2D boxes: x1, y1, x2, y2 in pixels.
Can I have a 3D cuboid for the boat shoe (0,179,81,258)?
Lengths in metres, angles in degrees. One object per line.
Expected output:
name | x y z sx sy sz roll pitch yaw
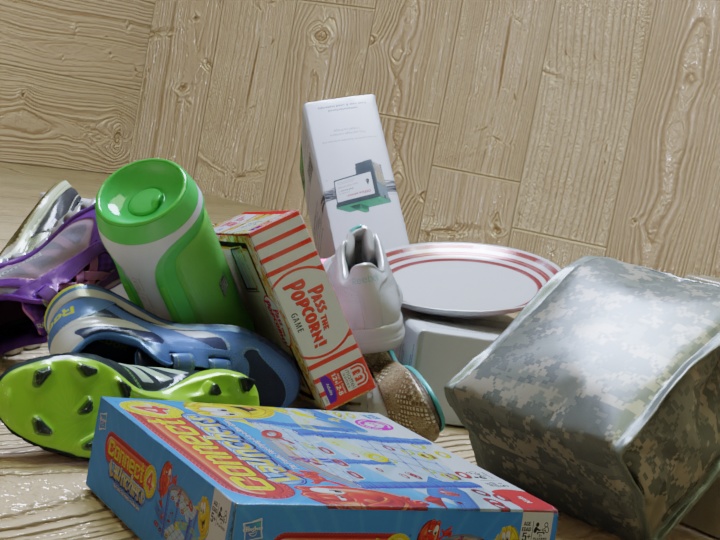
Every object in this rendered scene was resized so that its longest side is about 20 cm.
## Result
boat shoe | -0.290 -0.006 1.210 0.066 0.072 0.201 34 35 -12

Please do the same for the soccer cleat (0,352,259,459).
soccer cleat | -0.159 0.092 0.892 0.200 0.068 0.081 7 -11 -42

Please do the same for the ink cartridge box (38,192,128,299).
ink cartridge box | -0.285 -0.011 1.353 0.067 0.117 0.200 8 6 -32

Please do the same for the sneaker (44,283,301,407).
sneaker | -0.140 0.076 0.998 0.200 0.074 0.082 16 21 -15

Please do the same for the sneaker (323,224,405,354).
sneaker | 0.000 0.000 1.151 0.075 0.089 0.200 -11 16 -7

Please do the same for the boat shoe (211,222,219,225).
boat shoe | -0.165 -0.023 1.307 0.070 0.070 0.200 -32 24 -26

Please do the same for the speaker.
speaker | -0.143 0.008 1.063 0.088 0.089 0.200 13 -37 25

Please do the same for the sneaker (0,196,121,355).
sneaker | -0.242 0.012 1.079 0.200 0.081 0.088 -27 33 -5

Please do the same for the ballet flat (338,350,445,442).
ballet flat | 0.016 0.106 1.101 0.065 0.071 0.200 -18 8 -8

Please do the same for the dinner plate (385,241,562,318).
dinner plate | 0.096 0.012 1.278 0.200 0.024 0.200 0 20 0

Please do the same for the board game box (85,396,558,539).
board game box | -0.028 0.127 0.754 0.196 0.056 0.200 7 6 -31

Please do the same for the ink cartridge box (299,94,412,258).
ink cartridge box | -0.009 -0.065 1.450 0.084 0.200 0.146 -9 -23 -8

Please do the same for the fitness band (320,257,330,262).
fitness band | -0.028 0.034 1.369 0.200 0.037 0.144 6 -34 -44

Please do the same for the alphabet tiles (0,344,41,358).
alphabet tiles | -0.381 0.045 1.144 0.195 0.015 0.200 11 6 8

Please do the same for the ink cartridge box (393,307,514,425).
ink cartridge box | 0.094 0.085 1.261 0.144 0.084 0.200 8 7 -12

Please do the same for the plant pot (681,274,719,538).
plant pot | 0.324 0.104 1.028 0.200 0.177 0.200 7 6 -37

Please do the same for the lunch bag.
lunch bag | 0.188 0.076 0.950 0.164 0.118 0.200 16 50 46

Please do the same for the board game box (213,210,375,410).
board game box | -0.064 0.028 1.105 0.046 0.152 0.200 -25 9 -14
